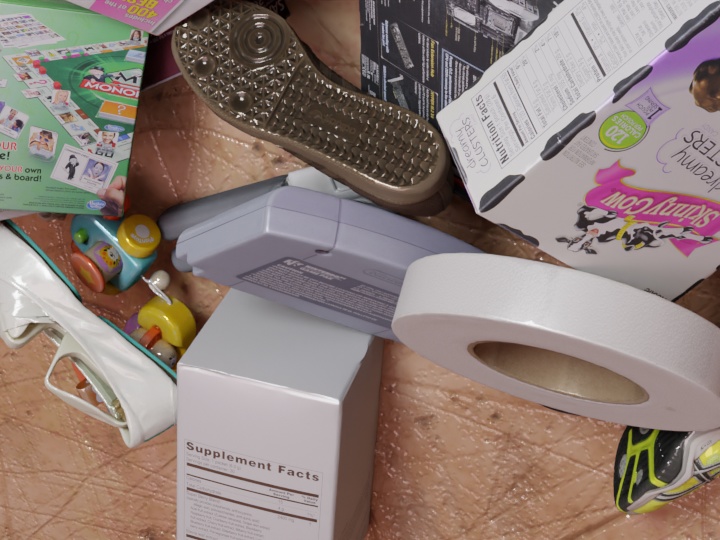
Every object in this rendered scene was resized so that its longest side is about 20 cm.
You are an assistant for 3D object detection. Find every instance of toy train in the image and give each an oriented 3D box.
[{"bbox_3d":[-0.192,0.033,1.040,0.149,0.056,0.202,4,123,34],"label":"toy train"}]

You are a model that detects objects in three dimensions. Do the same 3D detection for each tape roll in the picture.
[{"bbox_3d":[0.117,0.043,0.800,0.200,0.038,0.203,16,166,4],"label":"tape roll"}]

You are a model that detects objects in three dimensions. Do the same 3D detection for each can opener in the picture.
[{"bbox_3d":[-0.060,-0.036,0.962,0.198,0.066,0.053,-10,111,34],"label":"can opener"}]

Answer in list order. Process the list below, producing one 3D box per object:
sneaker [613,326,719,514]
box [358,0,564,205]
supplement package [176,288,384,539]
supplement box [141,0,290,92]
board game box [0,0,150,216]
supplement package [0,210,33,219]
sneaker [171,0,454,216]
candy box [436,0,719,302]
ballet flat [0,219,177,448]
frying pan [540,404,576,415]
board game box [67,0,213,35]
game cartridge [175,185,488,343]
[{"bbox_3d":[0.231,0.103,0.898,0.076,0.076,0.200,22,136,-14],"label":"sneaker"},{"bbox_3d":[0.070,-0.122,0.793,0.157,0.050,0.201,33,149,26],"label":"box"},{"bbox_3d":[-0.058,0.130,1.008,0.118,0.122,0.202,12,120,12],"label":"supplement package"},{"bbox_3d":[-0.139,-0.227,0.892,0.108,0.061,0.202,-16,109,30],"label":"supplement box"},{"bbox_3d":[-0.235,-0.105,0.863,0.197,0.029,0.136,3,114,-23],"label":"board game box"},{"bbox_3d":[-0.276,-0.143,0.927,0.120,0.120,0.202,-13,120,-19],"label":"supplement package"},{"bbox_3d":[-0.030,-0.089,0.845,0.199,0.071,0.076,36,171,20],"label":"sneaker"},{"bbox_3d":[0.166,-0.083,0.696,0.200,0.072,0.167,-41,138,25],"label":"candy box"},{"bbox_3d":[-0.205,0.044,0.966,0.200,0.069,0.069,43,125,-1],"label":"ballet flat"},{"bbox_3d":[0.153,0.044,0.900,0.115,0.031,0.189,44,143,-13],"label":"frying pan"},{"bbox_3d":[-0.115,-0.199,0.750,0.199,0.152,0.041,-18,64,45],"label":"board game box"},{"bbox_3d":[0.000,0.000,0.883,0.198,0.041,0.133,20,162,-32],"label":"game cartridge"}]
